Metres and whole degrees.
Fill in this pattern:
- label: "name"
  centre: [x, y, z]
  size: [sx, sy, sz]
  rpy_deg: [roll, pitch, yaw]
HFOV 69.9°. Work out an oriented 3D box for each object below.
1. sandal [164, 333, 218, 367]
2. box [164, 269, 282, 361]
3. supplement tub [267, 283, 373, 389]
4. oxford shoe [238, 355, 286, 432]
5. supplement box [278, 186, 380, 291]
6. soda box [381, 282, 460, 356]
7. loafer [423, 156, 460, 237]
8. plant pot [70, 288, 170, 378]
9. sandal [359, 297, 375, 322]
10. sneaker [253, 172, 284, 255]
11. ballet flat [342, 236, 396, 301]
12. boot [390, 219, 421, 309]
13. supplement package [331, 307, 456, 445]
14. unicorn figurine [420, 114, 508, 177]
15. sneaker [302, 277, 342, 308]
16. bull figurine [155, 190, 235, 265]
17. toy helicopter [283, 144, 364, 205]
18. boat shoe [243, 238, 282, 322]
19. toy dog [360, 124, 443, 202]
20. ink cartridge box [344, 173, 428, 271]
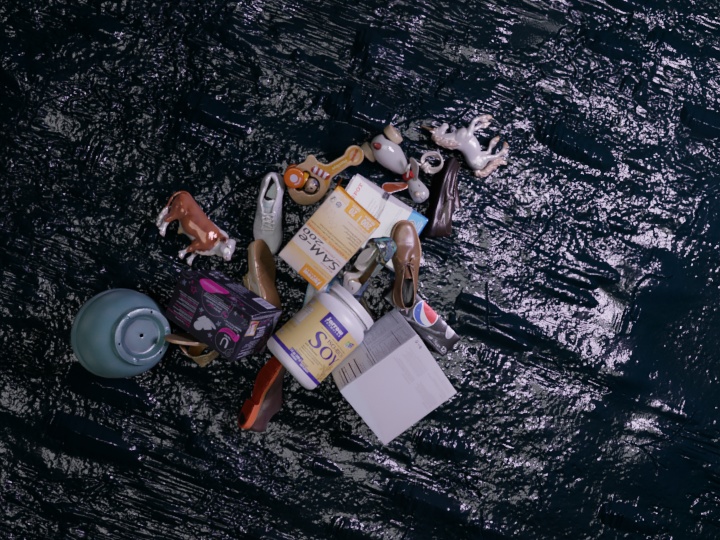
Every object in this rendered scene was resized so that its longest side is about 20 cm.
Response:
- label: "sandal"
  centre: [-0.338, 0.182, 1.152]
  size: [0.077, 0.211, 0.070]
  rpy_deg: [16, 96, 39]
- label: "box"
  centre: [-0.298, 0.094, 1.128]
  size: [0.200, 0.132, 0.115]
  rpy_deg: [30, 101, 18]
- label: "supplement tub"
  centre: [-0.085, 0.140, 1.111]
  size: [0.200, 0.145, 0.145]
  rpy_deg: [-43, 92, -11]
- label: "oxford shoe"
  centre: [-0.212, 0.286, 1.222]
  size: [0.072, 0.071, 0.200]
  rpy_deg: [32, 85, -31]
- label: "supplement box"
  centre: [-0.066, -0.070, 1.135]
  size: [0.126, 0.074, 0.200]
  rpy_deg: [41, 99, -3]
- label: "soda box"
  centre: [0.141, 0.110, 1.224]
  size: [0.200, 0.071, 0.063]
  rpy_deg: [45, 87, -2]
- label: "loafer"
  centre: [0.205, -0.171, 1.234]
  size: [0.071, 0.073, 0.201]
  rpy_deg: [14, 92, -16]
- label: "plant pot"
  centre: [-0.495, 0.138, 1.114]
  size: [0.200, 0.134, 0.201]
  rpy_deg: [3, 86, -46]
- label: "sandal"
  centre: [0.009, 0.132, 1.226]
  size: [0.080, 0.054, 0.200]
  rpy_deg: [-26, 92, -2]
- label: "sneaker"
  centre: [-0.217, -0.132, 1.203]
  size: [0.070, 0.080, 0.201]
  rpy_deg: [3, 94, -4]
- label: "ballet flat"
  centre: [0.000, 0.000, 1.155]
  size: [0.074, 0.074, 0.200]
  rpy_deg: [33, 115, -2]
- label: "boot"
  centre: [0.105, -0.012, 1.142]
  size: [0.073, 0.075, 0.201]
  rpy_deg: [-1, 94, -5]
- label: "supplement package"
  centre: [0.066, 0.234, 1.155]
  size: [0.200, 0.147, 0.191]
  rpy_deg: [-36, 115, -2]
- label: "unicorn figurine"
  centre: [0.259, -0.306, 1.225]
  size: [0.137, 0.074, 0.200]
  rpy_deg: [-35, 97, 9]
- label: "sneaker"
  centre: [-0.099, 0.105, 1.212]
  size: [0.080, 0.077, 0.201]
  rpy_deg: [13, 91, -4]
- label: "bull figurine"
  centre: [-0.384, -0.087, 1.201]
  size: [0.121, 0.065, 0.200]
  rpy_deg: [-38, 91, -5]
- label: "toy helicopter"
  centre: [-0.075, -0.221, 1.209]
  size: [0.200, 0.079, 0.132]
  rpy_deg: [-31, 109, 5]
- label: "boat shoe"
  centre: [-0.239, 0.028, 1.199]
  size: [0.069, 0.074, 0.201]
  rpy_deg: [-4, 99, 29]
- label: "toy dog"
  centre: [0.085, -0.246, 1.196]
  size: [0.200, 0.096, 0.132]
  rpy_deg: [32, 113, 5]
- label: "ink cartridge box"
  centre: [0.034, -0.111, 1.211]
  size: [0.200, 0.084, 0.145]
  rpy_deg: [33, 90, -3]
